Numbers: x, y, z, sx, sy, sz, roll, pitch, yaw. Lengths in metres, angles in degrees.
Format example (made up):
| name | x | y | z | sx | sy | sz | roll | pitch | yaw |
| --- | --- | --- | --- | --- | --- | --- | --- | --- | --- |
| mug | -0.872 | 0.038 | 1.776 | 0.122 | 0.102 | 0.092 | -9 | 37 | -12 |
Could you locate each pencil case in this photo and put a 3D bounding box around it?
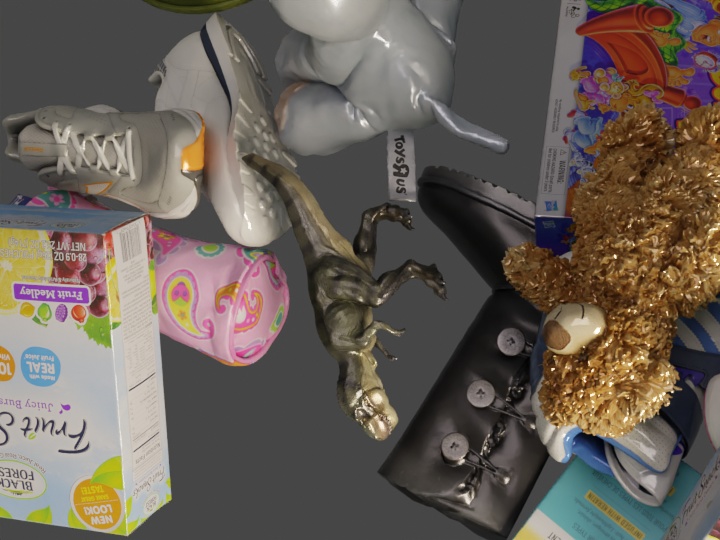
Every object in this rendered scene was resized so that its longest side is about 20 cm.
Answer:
| name | x | y | z | sx | sy | sz | roll | pitch | yaw |
| --- | --- | --- | --- | --- | --- | --- | --- | --- | --- |
| pencil case | -0.148 | 0.001 | 1.055 | 0.198 | 0.087 | 0.088 | 17 | 79 | 24 |

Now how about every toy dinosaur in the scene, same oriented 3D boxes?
| name | x | y | z | sx | sy | sz | roll | pitch | yaw |
| --- | --- | --- | --- | --- | --- | --- | --- | --- | --- |
| toy dinosaur | 0.000 | 0.000 | 0.962 | 0.087 | 0.048 | 0.202 | -21 | 75 | -5 |

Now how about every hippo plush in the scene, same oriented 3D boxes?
| name | x | y | z | sx | sy | sz | roll | pitch | yaw |
| --- | --- | --- | --- | --- | --- | --- | --- | --- | --- |
| hippo plush | -0.021 | -0.159 | 0.998 | 0.158 | 0.161 | 0.201 | -26 | 47 | 22 |

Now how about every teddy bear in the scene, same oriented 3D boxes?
| name | x | y | z | sx | sy | sz | roll | pitch | yaw |
| --- | --- | --- | --- | --- | --- | --- | --- | --- | --- |
| teddy bear | 0.145 | -0.012 | 0.836 | 0.144 | 0.067 | 0.201 | 27 | 77 | 42 |

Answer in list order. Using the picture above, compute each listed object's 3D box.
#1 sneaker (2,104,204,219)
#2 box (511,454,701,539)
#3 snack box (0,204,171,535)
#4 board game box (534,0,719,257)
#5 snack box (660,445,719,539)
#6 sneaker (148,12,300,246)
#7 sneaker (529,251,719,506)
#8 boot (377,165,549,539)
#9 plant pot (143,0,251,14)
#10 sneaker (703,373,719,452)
| name | x | y | z | sx | sy | sz | roll | pitch | yaw |
| --- | --- | --- | --- | --- | --- | --- | --- | --- | --- |
| sneaker | -0.178 | -0.076 | 1.042 | 0.199 | 0.091 | 0.077 | 8 | 96 | 54 |
| box | 0.124 | 0.189 | 0.922 | 0.082 | 0.049 | 0.201 | 37 | 86 | 25 |
| snack box | -0.216 | 0.061 | 1.014 | 0.167 | 0.068 | 0.202 | 3 | 107 | 22 |
| board game box | 0.185 | -0.100 | 0.961 | 0.133 | 0.045 | 0.202 | 4 | 58 | 11 |
| snack box | 0.240 | 0.146 | 0.798 | 0.141 | 0.201 | 0.053 | 15 | 48 | -1 |
| sneaker | -0.098 | -0.086 | 1.065 | 0.080 | 0.076 | 0.201 | -29 | 47 | 15 |
| sneaker | 0.195 | 0.073 | 0.890 | 0.198 | 0.081 | 0.148 | 9 | 62 | -2 |
| boot | 0.067 | 0.050 | 0.983 | 0.164 | 0.066 | 0.201 | 25 | 86 | 25 |
| plant pot | -0.137 | -0.316 | 1.094 | 0.198 | 0.193 | 0.203 | -5 | 71 | 16 |
| sneaker | 0.286 | 0.096 | 0.833 | 0.198 | 0.087 | 0.074 | 21 | 68 | -19 |
